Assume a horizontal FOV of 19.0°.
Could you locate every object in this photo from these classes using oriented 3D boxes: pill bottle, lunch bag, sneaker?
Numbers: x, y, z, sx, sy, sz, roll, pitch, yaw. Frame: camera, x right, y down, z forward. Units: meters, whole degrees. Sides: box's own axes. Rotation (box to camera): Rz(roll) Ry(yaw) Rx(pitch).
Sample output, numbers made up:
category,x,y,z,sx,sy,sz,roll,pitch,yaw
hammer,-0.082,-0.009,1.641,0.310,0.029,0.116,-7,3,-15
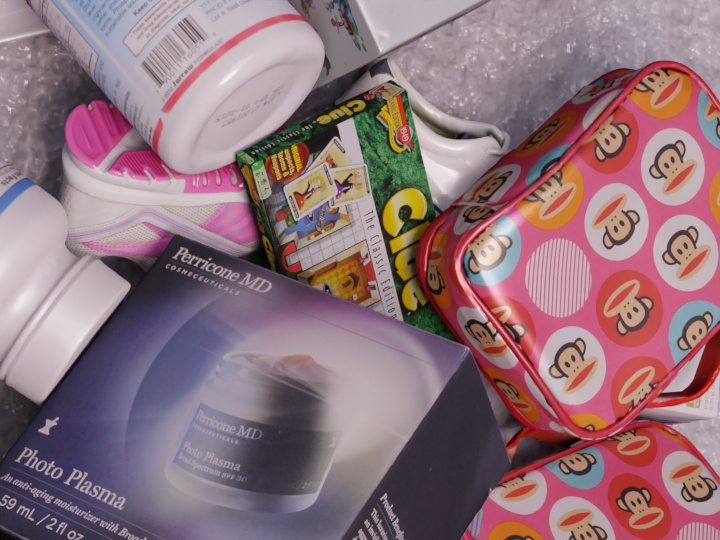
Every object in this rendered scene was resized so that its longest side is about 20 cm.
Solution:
category,x,y,z,sx,sy,sz,roll,pitch,yaw
pill bottle,-0.120,-0.156,1.174,0.109,0.109,0.200,-35,74,-20
pill bottle,-0.228,-0.017,1.149,0.200,0.112,0.112,37,72,-1
lunch bag,0.150,-0.003,1.234,0.200,0.082,0.176,-41,105,-17
sneaker,0.069,-0.048,1.282,0.200,0.073,0.071,36,111,-10
sneaker,-0.094,-0.039,1.237,0.200,0.088,0.081,7,40,-34
lunch bag,0.134,0.167,1.244,0.200,0.082,0.176,-14,64,-38

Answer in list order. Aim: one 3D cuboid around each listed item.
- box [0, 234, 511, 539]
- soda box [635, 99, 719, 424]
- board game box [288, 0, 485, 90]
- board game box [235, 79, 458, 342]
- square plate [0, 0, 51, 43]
category,x,y,z,sx,sy,sz,roll,pitch,yaw
box,-0.061,0.112,1.129,0.200,0.123,0.198,20,60,29
soda box,0.185,-0.008,1.332,0.068,0.064,0.200,9,78,-16
board game box,0.022,-0.161,1.224,0.147,0.200,0.064,-29,94,-21
board game box,0.000,0.000,1.236,0.105,0.023,0.200,-29,124,-22
square plate,-0.168,-0.238,1.262,0.200,0.028,0.198,-13,86,-21
